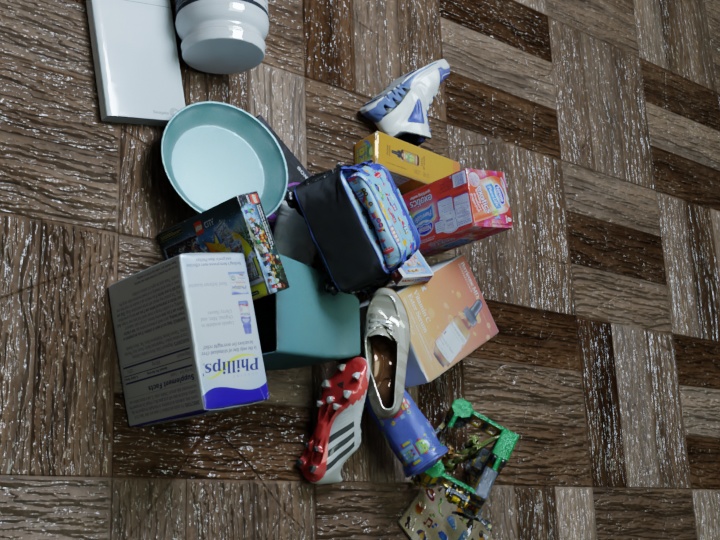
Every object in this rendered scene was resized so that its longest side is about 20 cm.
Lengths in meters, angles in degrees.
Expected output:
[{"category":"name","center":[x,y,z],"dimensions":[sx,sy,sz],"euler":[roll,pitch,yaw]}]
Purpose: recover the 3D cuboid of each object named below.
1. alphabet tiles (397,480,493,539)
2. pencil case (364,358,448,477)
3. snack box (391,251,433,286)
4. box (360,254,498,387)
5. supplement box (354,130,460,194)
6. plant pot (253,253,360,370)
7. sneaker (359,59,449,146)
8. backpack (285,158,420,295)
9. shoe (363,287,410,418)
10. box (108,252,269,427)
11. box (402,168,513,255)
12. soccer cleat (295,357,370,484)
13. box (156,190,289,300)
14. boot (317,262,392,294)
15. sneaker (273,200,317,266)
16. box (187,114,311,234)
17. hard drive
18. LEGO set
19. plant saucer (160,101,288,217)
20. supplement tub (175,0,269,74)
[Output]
[{"category":"alphabet tiles","center":[0.141,0.449,1.698],"dimensions":[0.200,0.008,0.167],"euler":[54,49,-14]},{"category":"pencil case","center":[0.054,0.222,1.614],"dimensions":[0.078,0.087,0.200],"euler":[-30,76,-11]},{"category":"snack box","center":[0.040,-0.060,1.668],"dimensions":[0.072,0.024,0.200],"euler":[-3,52,-43]},{"category":"box","center":[0.108,0.084,1.714],"dimensions":[0.200,0.106,0.152],"euler":[-30,97,-42]},{"category":"supplement box","center":[0.083,-0.175,1.801],"dimensions":[0.200,0.069,0.067],"euler":[17,65,-38]},{"category":"plant pot","center":[-0.098,0.074,1.519],"dimensions":[0.200,0.141,0.141],"euler":[15,67,-45]},{"category":"sneaker","center":[0.092,-0.284,1.841],"dimensions":[0.199,0.081,0.115],"euler":[-41,108,-34]},{"category":"backpack","center":[0.004,-0.073,1.521],"dimensions":[0.183,0.134,0.200],"euler":[66,20,-3]},{"category":"shoe","center":[0.041,0.121,1.566],"dimensions":[0.053,0.070,0.200],"euler":[63,25,-76]},{"category":"box","center":[-0.229,0.093,1.366],"dimensions":[0.105,0.184,0.200],"euler":[-3,79,-43]},{"category":"box","center":[0.149,-0.094,1.741],"dimensions":[0.095,0.200,0.100],"euler":[1,76,-39]},{"category":"soccer cleat","center":[-0.027,0.226,1.553],"dimensions":[0.085,0.069,0.200],"euler":[25,85,-44]},{"category":"box","center":[-0.191,-0.014,1.419],"dimensions":[0.038,0.200,0.137],"euler":[-17,89,-45]},{"category":"boot","center":[0.000,0.000,1.652],"dimensions":[0.097,0.075,0.200],"euler":[44,48,6]},{"category":"sneaker","center":[-0.083,-0.044,1.621],"dimensions":[0.200,0.074,0.116],"euler":[2,107,-61]},{"category":"box","center":[-0.168,-0.126,1.587],"dimensions":[0.143,0.036,0.200],"euler":[50,50,-18]},{"category":"hard drive","center":[-0.326,-0.311,1.512],"dimensions":[0.132,0.027,0.200],"euler":[-1,78,-41]},{"category":"LEGO set","center":[0.166,0.325,1.708],"dimensions":[0.154,0.116,0.200],"euler":[22,48,2]},{"category":"plant saucer","center":[-0.202,-0.151,1.517],"dimensions":[0.200,0.036,0.200],"euler":[14,61,-27]},{"category":"supplement tub","center":[-0.210,-0.414,1.567],"dimensions":[0.140,0.140,0.200],"euler":[9,71,-39]}]
